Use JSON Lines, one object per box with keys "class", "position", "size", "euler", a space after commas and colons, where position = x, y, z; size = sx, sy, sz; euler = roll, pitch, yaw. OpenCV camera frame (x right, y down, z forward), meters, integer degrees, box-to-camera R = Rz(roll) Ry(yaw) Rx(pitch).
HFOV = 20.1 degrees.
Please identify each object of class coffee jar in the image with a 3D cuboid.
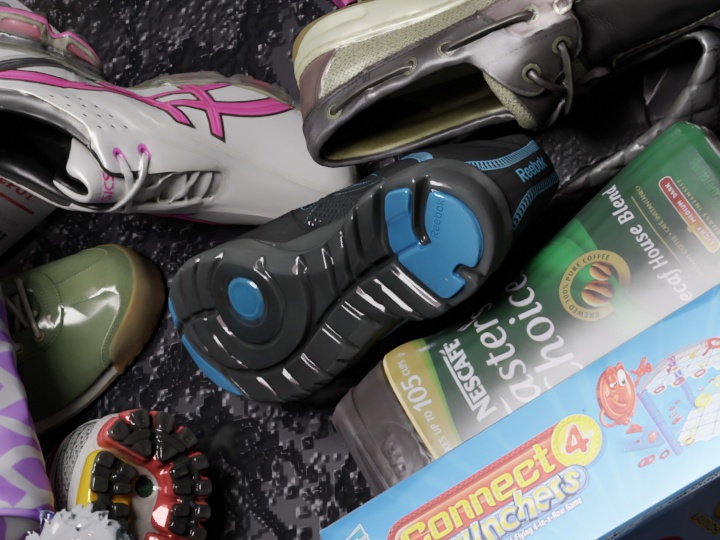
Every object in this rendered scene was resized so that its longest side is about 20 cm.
{"class": "coffee jar", "position": [0.088, 0.039, 0.818], "size": [0.200, 0.085, 0.104], "euler": [-40, 59, 11]}

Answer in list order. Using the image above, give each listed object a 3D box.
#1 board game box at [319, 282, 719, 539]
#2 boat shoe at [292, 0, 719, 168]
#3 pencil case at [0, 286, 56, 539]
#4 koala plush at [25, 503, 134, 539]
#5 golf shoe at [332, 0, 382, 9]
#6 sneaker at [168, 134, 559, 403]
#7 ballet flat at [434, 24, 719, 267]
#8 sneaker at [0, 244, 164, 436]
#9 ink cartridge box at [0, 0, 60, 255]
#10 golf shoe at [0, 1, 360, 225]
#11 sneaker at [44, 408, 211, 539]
{"class": "board game box", "position": [0.118, 0.087, 0.719], "size": [0.196, 0.200, 0.056], "euler": [-33, 59, 13]}
{"class": "boat shoe", "position": [0.065, -0.087, 0.828], "size": [0.200, 0.072, 0.066], "euler": [-14, 62, 22]}
{"class": "pencil case", "position": [-0.192, 0.037, 0.879], "size": [0.084, 0.085, 0.200], "euler": [-24, 68, 11]}
{"class": "koala plush", "position": [-0.088, 0.202, 0.790], "size": [0.184, 0.177, 0.200], "euler": [-33, 37, 52]}
{"class": "golf shoe", "position": [0.070, -0.176, 0.844], "size": [0.200, 0.075, 0.092], "euler": [-20, 63, 19]}
{"class": "sneaker", "position": [0.000, 0.000, 0.852], "size": [0.200, 0.082, 0.073], "euler": [-20, 100, 43]}
{"class": "ballet flat", "position": [0.073, -0.052, 0.873], "size": [0.200, 0.057, 0.067], "euler": [-30, 62, 16]}
{"class": "sneaker", "position": [-0.193, 0.047, 0.958], "size": [0.200, 0.090, 0.067], "euler": [-33, 60, 14]}
{"class": "ink cartridge box", "position": [-0.224, -0.045, 0.989], "size": [0.200, 0.117, 0.067], "euler": [-39, 55, 11]}
{"class": "golf shoe", "position": [-0.099, -0.049, 0.904], "size": [0.199, 0.073, 0.092], "euler": [15, 40, -7]}
{"class": "sneaker", "position": [-0.113, 0.163, 0.898], "size": [0.082, 0.078, 0.201], "euler": [-9, 71, 53]}
